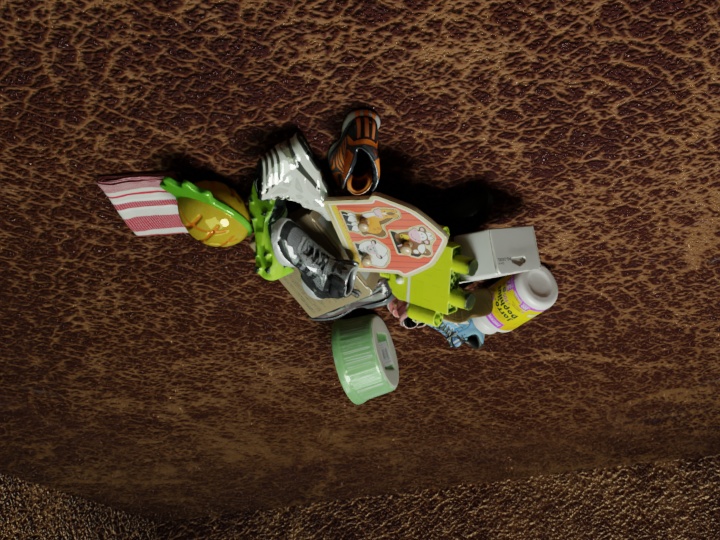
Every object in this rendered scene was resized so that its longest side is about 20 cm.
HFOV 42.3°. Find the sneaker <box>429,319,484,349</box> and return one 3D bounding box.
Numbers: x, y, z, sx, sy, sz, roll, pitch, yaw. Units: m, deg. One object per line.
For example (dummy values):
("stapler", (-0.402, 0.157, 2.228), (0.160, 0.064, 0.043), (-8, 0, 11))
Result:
("sneaker", (0.211, 0.126, 2.098), (0.199, 0.091, 0.078), (18, 148, -29))

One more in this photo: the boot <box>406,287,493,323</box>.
("boot", (0.148, 0.070, 1.831), (0.154, 0.073, 0.199), (-7, 176, 41))

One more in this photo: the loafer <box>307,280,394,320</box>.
("loafer", (-0.028, 0.052, 1.998), (0.198, 0.072, 0.063), (-14, 131, 13))

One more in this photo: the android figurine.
("android figurine", (0.115, 0.002, 1.640), (0.199, 0.184, 0.041), (18, -157, 36))

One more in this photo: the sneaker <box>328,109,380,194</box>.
("sneaker", (-0.013, -0.162, 1.516), (0.077, 0.113, 0.200), (3, 153, -5))

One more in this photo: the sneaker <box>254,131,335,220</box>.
("sneaker", (-0.113, -0.140, 1.571), (0.115, 0.076, 0.201), (-24, 139, 6))

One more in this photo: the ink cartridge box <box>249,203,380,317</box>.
("ink cartridge box", (-0.083, -0.024, 1.739), (0.164, 0.075, 0.200), (-23, 116, 36))

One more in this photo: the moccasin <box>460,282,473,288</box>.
("moccasin", (0.211, -0.011, 1.863), (0.073, 0.078, 0.202), (19, 155, -3))

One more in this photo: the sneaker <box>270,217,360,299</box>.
("sneaker", (-0.069, -0.018, 1.610), (0.113, 0.076, 0.200), (7, 147, 35))

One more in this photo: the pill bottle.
("pill bottle", (0.319, 0.066, 1.966), (0.103, 0.105, 0.200), (13, 150, -24))

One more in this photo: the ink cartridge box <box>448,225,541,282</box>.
("ink cartridge box", (0.203, -0.023, 1.682), (0.199, 0.084, 0.145), (-12, 177, 43))

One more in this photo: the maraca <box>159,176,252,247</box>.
("maraca", (-0.266, -0.109, 1.621), (0.136, 0.108, 0.200), (9, 160, 31))

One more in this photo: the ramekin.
("ramekin", (0.015, 0.197, 2.129), (0.097, 0.202, 0.200), (-16, 149, 15))

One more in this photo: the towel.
("towel", (-0.381, -0.116, 1.706), (0.143, 0.023, 0.200), (-3, 153, 7))

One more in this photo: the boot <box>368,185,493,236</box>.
("boot", (0.115, -0.113, 1.657), (0.162, 0.074, 0.198), (19, 153, -36))

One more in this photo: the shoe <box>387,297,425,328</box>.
("shoe", (0.099, 0.087, 2.011), (0.071, 0.092, 0.200), (3, 158, -8))

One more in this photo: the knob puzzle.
("knob puzzle", (0.051, -0.051, 1.562), (0.218, 0.031, 0.221), (14, 142, 11))

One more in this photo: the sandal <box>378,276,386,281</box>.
("sandal", (0.000, 0.000, 1.812), (0.199, 0.082, 0.055), (-23, 129, 41))

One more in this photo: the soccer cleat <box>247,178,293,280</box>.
("soccer cleat", (-0.151, -0.084, 1.632), (0.067, 0.202, 0.081), (9, -165, 37))
